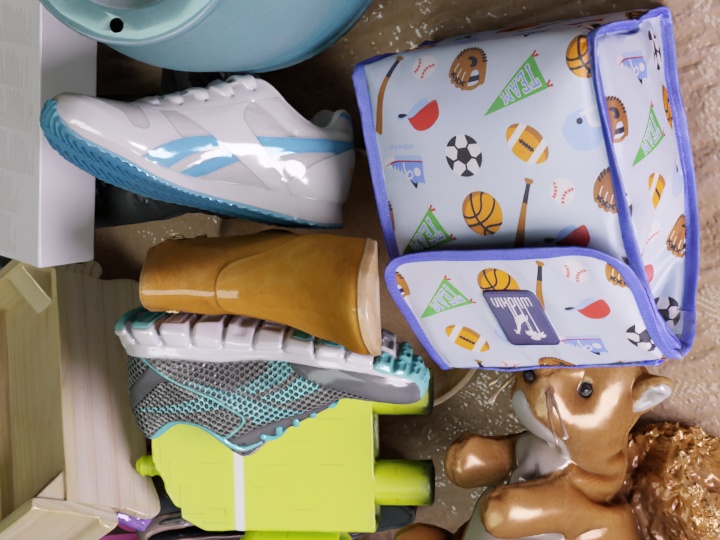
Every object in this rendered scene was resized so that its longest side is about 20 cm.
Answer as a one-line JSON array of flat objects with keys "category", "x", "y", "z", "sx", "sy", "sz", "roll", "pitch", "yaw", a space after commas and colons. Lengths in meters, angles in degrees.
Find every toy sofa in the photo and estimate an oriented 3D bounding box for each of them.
[{"category": "toy sofa", "x": -0.204, "y": 0.095, "z": 1.493, "sx": 0.083, "sy": 0.098, "sz": 0.200, "roll": -36, "pitch": 52, "yaw": 44}]

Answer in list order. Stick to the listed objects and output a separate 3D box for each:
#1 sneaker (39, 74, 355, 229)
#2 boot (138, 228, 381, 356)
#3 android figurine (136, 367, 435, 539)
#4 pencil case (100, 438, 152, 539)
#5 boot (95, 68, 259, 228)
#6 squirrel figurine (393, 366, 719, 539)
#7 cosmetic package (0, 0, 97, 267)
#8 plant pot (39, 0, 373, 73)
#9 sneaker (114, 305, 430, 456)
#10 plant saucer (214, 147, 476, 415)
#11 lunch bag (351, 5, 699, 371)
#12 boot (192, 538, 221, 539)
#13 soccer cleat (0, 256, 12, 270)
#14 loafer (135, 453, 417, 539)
[{"category": "sneaker", "x": -0.097, "y": -0.081, "z": 1.323, "sx": 0.077, "sy": 0.200, "sz": 0.081, "roll": 2, "pitch": 79, "yaw": 62}, {"category": "boot", "x": -0.060, "y": 0.013, "z": 1.311, "sx": 0.144, "sy": 0.201, "sz": 0.071, "roll": -2, "pitch": 98, "yaw": -2}, {"category": "android figurine", "x": -0.051, "y": 0.108, "z": 1.433, "sx": 0.200, "sy": 0.041, "sz": 0.182, "roll": -2, "pitch": 99, "yaw": 9}, {"category": "pencil case", "x": -0.151, "y": 0.145, "z": 1.584, "sx": 0.094, "sy": 0.091, "sz": 0.200, "roll": 15, "pitch": 135, "yaw": -19}, {"category": "boot", "x": -0.152, "y": -0.110, "z": 1.442, "sx": 0.200, "sy": 0.066, "sz": 0.165, "roll": -1, "pitch": 96, "yaw": 46}, {"category": "squirrel figurine", "x": 0.148, "y": 0.130, "z": 1.374, "sx": 0.200, "sy": 0.142, "sz": 0.187, "roll": 11, "pitch": 103, "yaw": -25}, {"category": "cosmetic package", "x": -0.212, "y": -0.109, "z": 1.419, "sx": 0.083, "sy": 0.051, "sz": 0.200, "roll": 15, "pitch": 108, "yaw": 41}, {"category": "plant pot", "x": -0.098, "y": -0.202, "z": 1.230, "sx": 0.200, "sy": 0.188, "sz": 0.200, "roll": 3, "pitch": 101, "yaw": 16}, {"category": "sneaker", "x": -0.056, "y": 0.074, "z": 1.379, "sx": 0.200, "sy": 0.078, "sz": 0.091, "roll": 6, "pitch": 106, "yaw": 12}, {"category": "plant saucer", "x": 0.000, "y": 0.000, "z": 1.434, "sx": 0.200, "sy": 0.035, "sz": 0.200, "roll": 15, "pitch": 125, "yaw": 22}, {"category": "lunch bag", "x": 0.101, "y": -0.039, "z": 1.272, "sx": 0.170, "sy": 0.124, "sz": 0.200, "roll": -3, "pitch": 102, "yaw": 34}, {"category": "boot", "x": -0.023, "y": 0.227, "z": 1.500, "sx": 0.174, "sy": 0.200, "sz": 0.069, "roll": 9, "pitch": 98, "yaw": 32}, {"category": "soccer cleat", "x": -0.307, "y": -0.036, "z": 1.535, "sx": 0.086, "sy": 0.070, "sz": 0.200, "roll": -31, "pitch": 122, "yaw": 31}, {"category": "loafer", "x": -0.058, "y": 0.169, "z": 1.501, "sx": 0.200, "sy": 0.063, "sz": 0.072, "roll": 4, "pitch": 140, "yaw": -7}]
